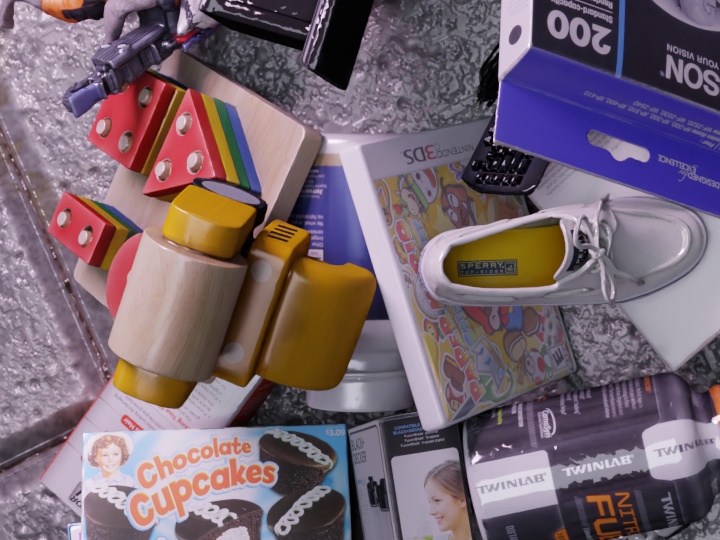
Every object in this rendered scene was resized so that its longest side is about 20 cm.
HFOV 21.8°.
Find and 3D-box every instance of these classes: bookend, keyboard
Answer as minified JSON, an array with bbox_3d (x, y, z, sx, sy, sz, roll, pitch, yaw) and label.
[{"bbox_3d":[-0.079,-0.253,1.281,0.198,0.092,0.201,18,91,14],"label":"bookend"},{"bbox_3d":[0.121,-0.144,1.323,0.104,0.040,0.201,2,58,51],"label":"keyboard"}]

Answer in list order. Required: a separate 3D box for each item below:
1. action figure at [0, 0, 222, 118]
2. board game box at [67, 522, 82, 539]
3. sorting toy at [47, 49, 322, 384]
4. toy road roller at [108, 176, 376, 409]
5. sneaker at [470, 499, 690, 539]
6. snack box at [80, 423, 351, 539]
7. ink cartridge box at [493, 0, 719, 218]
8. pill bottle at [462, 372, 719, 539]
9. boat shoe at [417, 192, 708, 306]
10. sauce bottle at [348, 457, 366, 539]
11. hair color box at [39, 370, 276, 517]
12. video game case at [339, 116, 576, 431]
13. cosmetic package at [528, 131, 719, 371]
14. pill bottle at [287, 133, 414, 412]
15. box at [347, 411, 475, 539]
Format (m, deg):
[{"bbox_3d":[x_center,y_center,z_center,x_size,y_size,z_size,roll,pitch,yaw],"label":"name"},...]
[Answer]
[{"bbox_3d":[-0.182,-0.205,1.383,0.192,0.200,0.105,13,131,27],"label":"action figure"},{"bbox_3d":[-0.114,0.255,1.392,0.198,0.040,0.154,-6,67,-4],"label":"board game box"},{"bbox_3d":[-0.145,-0.051,1.388,0.198,0.069,0.201,34,102,47],"label":"sorting toy"},{"bbox_3d":[-0.071,0.023,1.232,0.145,0.200,0.124,20,101,3],"label":"toy road roller"},{"bbox_3d":[0.152,0.184,1.377,0.198,0.075,0.082,-17,80,16],"label":"sneaker"},{"bbox_3d":[-0.107,0.177,1.382,0.198,0.037,0.117,-2,68,-2],"label":"snack box"},{"bbox_3d":[0.186,-0.155,1.263,0.197,0.043,0.202,15,67,-24],"label":"ink cartridge box"},{"bbox_3d":[0.178,0.132,1.302,0.198,0.106,0.107,-13,90,10],"label":"pill bottle"},{"bbox_3d":[0.141,-0.014,1.240,0.200,0.086,0.075,-4,89,-7],"label":"boat shoe"},{"bbox_3d":[0.015,0.242,1.421,0.065,0.066,0.202,-4,88,16],"label":"sauce bottle"},{"bbox_3d":[-0.151,0.115,1.459,0.101,0.061,0.201,39,101,10],"label":"hair color box"},{"bbox_3d":[0.074,-0.003,1.330,0.023,0.181,0.202,-18,89,38],"label":"video game case"},{"bbox_3d":[0.203,-0.040,1.338,0.107,0.085,0.201,-39,83,13],"label":"cosmetic package"},{"bbox_3d":[0.000,0.000,1.383,0.110,0.111,0.202,1,94,15],"label":"pill bottle"},{"bbox_3d":[0.043,0.204,1.338,0.060,0.117,0.202,-7,84,-12],"label":"box"}]
